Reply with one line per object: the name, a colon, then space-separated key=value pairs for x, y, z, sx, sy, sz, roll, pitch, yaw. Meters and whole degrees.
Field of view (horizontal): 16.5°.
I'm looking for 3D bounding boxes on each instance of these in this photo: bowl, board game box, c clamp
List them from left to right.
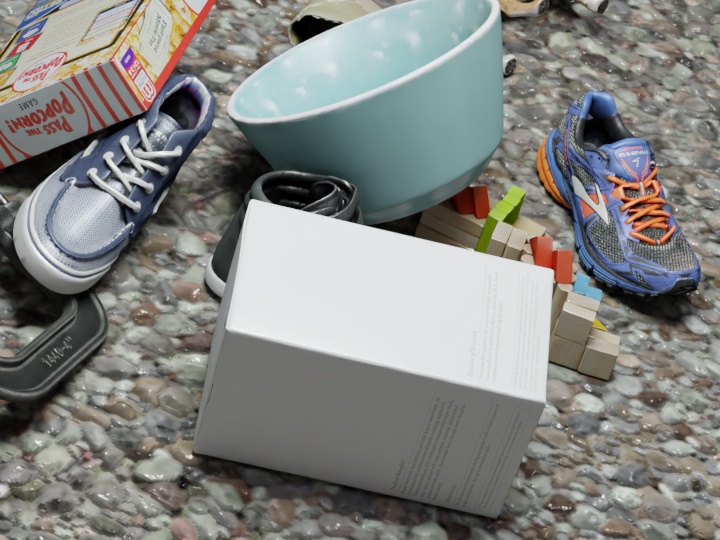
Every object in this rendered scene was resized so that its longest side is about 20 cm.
c clamp: x=-0.240 y=0.006 z=1.563 sx=0.171 sy=0.027 sz=0.200 roll=41 pitch=25 yaw=-6
board game box: x=-0.188 y=-0.156 z=1.734 sx=0.151 sy=0.046 sz=0.200 roll=-18 pitch=27 yaw=29
bowl: x=0.020 y=-0.105 z=1.723 sx=0.201 sy=0.105 sz=0.201 roll=-21 pitch=19 yaw=8

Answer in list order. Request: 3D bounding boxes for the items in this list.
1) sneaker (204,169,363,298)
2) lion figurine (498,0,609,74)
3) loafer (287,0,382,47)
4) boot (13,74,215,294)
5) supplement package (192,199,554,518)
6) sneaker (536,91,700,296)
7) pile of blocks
sneaker: x=0.000 y=0.000 z=1.642 sx=0.200 sy=0.099 sz=0.071 roll=21 pitch=36 yaw=4
lion figurine: x=0.125 y=-0.235 z=2.002 sx=0.122 sy=0.073 sz=0.200 roll=34 pitch=45 yaw=32
loafer: x=0.020 y=-0.145 z=1.853 sx=0.068 sy=0.076 sz=0.200 roll=-23 pitch=43 yaw=-37
boot: x=-0.161 y=-0.064 z=1.641 sx=0.073 sy=0.090 sz=0.200 roll=40 pitch=30 yaw=-9
supplement package: x=0.008 y=0.055 z=1.551 sx=0.200 sy=0.121 sz=0.120 roll=13 pitch=45 yaw=-6
sneaker: x=0.188 y=-0.055 z=1.795 sx=0.075 sy=0.078 sz=0.200 roll=-7 pitch=44 yaw=-26
pile of blocks: x=0.124 y=-0.011 z=1.731 sx=0.082 sy=0.062 sz=0.200 roll=-20 pitch=51 yaw=-37
